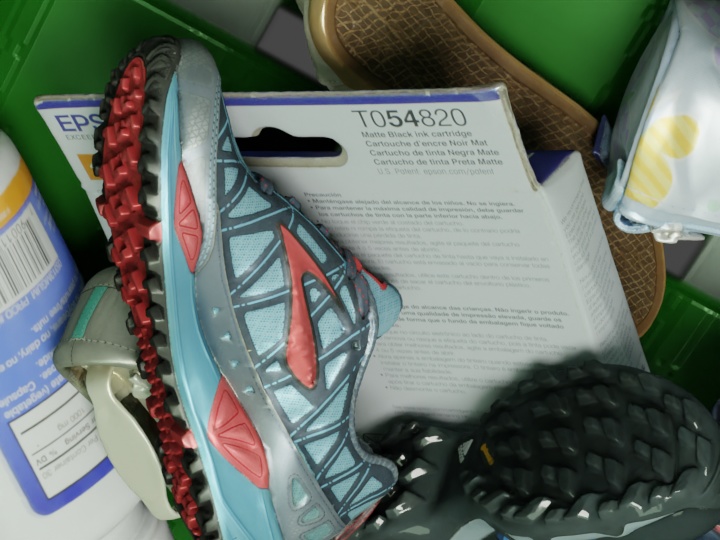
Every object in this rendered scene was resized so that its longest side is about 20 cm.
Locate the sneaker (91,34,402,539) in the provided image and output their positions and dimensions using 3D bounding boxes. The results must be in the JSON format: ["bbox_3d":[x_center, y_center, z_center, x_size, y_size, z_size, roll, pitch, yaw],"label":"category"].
[{"bbox_3d":[-0.036,0.006,0.902,0.095,0.079,0.202,-18,114,-17],"label":"sneaker"}]

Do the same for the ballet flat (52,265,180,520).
[{"bbox_3d":[-0.055,0.086,0.990,0.067,0.064,0.201,-11,126,38],"label":"ballet flat"}]

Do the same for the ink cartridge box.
[{"bbox_3d":[0.000,0.000,0.951,0.198,0.041,0.201,2,133,28],"label":"ink cartridge box"}]

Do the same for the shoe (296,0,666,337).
[{"bbox_3d":[0.045,-0.048,0.966,0.070,0.053,0.200,-49,115,-14],"label":"shoe"}]

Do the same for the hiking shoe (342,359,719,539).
[{"bbox_3d":[0.073,0.089,0.924,0.087,0.075,0.199,40,149,-25],"label":"hiking shoe"}]

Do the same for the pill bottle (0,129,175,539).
[{"bbox_3d":[-0.147,0.052,1.010,0.111,0.112,0.201,-16,115,16],"label":"pill bottle"}]

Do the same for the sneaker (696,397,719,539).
[{"bbox_3d":[0.137,0.094,0.929,0.075,0.201,0.085,25,165,21],"label":"sneaker"}]

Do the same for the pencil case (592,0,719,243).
[{"bbox_3d":[0.188,-0.034,0.925,0.198,0.091,0.083,16,148,-3],"label":"pencil case"}]
